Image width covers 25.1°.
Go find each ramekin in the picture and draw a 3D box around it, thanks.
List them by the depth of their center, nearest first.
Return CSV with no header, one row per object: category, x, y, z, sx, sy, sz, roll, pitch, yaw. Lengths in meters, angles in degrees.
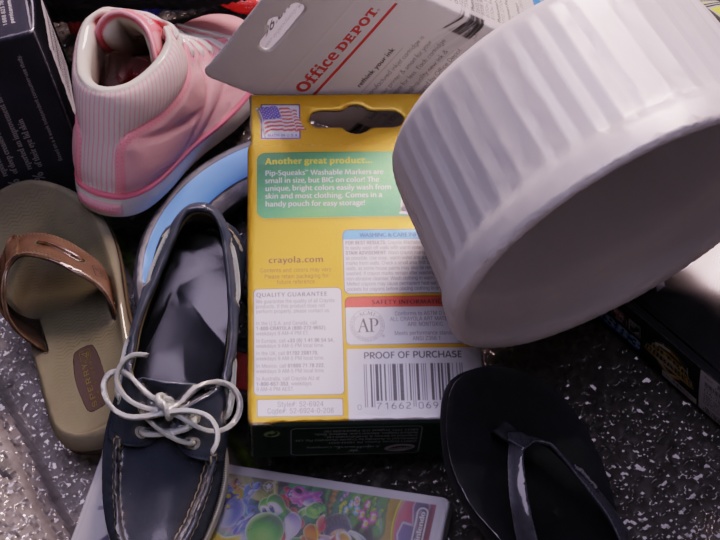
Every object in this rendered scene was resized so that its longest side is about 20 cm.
ramekin,0.112,-0.055,0.808,0.199,0.201,0.098,-25,68,-11

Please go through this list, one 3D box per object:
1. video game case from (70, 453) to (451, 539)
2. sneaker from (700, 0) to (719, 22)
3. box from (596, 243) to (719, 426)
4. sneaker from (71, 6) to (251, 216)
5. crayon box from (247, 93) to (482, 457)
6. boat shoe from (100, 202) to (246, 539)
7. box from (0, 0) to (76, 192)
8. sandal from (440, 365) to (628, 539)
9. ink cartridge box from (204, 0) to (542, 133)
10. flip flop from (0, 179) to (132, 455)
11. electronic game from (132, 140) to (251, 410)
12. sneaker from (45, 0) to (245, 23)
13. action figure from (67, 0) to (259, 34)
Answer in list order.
video game case,-0.062,0.171,0.846,0.198,0.018,0.144,7,56,13
sneaker,0.175,-0.121,0.925,0.198,0.076,0.077,7,40,-18
box,0.231,-0.017,0.925,0.199,0.050,0.198,-35,58,-18
sneaker,-0.116,-0.130,1.001,0.075,0.105,0.201,14,42,17
crayon box,0.000,0.000,0.894,0.124,0.052,0.202,-1,63,-3
boat shoe,-0.097,0.063,0.856,0.074,0.062,0.202,12,73,2
box,-0.281,-0.106,0.998,0.198,0.149,0.105,-15,53,-4
sandal,0.103,0.134,0.794,0.075,0.043,0.202,-19,74,-18
ink cartridge box,0.019,-0.136,0.936,0.199,0.116,0.068,18,47,-31
flip flop,-0.178,0.018,0.937,0.081,0.058,0.201,-32,52,9
electronic game,-0.037,-0.004,0.955,0.198,0.042,0.202,-3,54,5
sneaker,-0.139,-0.213,1.040,0.198,0.070,0.083,-2,77,17
action figure,-0.103,-0.199,1.106,0.198,0.052,0.066,-3,49,3
